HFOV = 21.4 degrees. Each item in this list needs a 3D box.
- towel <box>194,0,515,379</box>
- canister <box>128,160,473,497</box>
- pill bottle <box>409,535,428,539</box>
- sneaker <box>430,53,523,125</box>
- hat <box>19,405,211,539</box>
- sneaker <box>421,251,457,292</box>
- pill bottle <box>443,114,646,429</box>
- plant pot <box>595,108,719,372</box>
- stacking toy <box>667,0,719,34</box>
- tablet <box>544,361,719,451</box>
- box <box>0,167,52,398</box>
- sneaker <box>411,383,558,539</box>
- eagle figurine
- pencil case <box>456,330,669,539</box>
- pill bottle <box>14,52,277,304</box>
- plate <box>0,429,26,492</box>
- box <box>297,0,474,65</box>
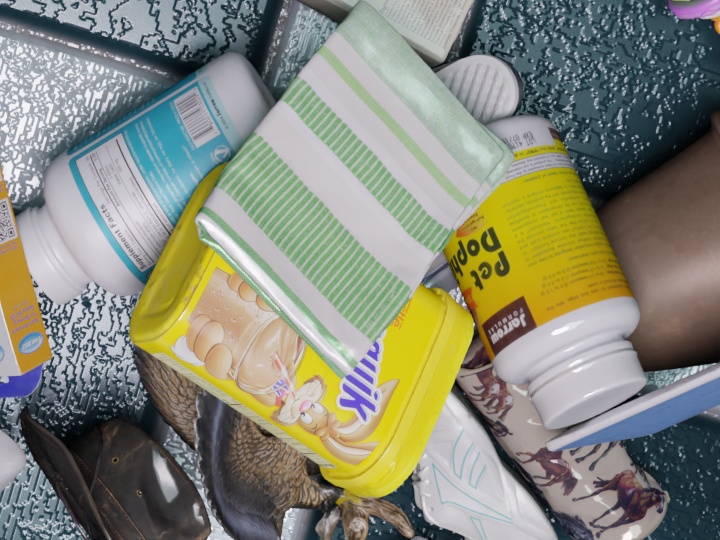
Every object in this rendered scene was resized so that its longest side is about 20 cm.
[{"bbox_3d":[-0.002,-0.053,1.219,0.153,0.023,0.200,45,64,-15],"label":"towel"},{"bbox_3d":[-0.038,0.037,1.254,0.200,0.086,0.149,35,68,-26],"label":"canister"},{"bbox_3d":[0.102,0.287,1.403,0.199,0.111,0.111,27,93,7],"label":"pill bottle"},{"bbox_3d":[0.026,-0.098,1.377,0.199,0.079,0.079,-17,90,16],"label":"sneaker"},{"bbox_3d":[-0.156,0.163,1.322,0.081,0.200,0.202,-31,105,-17],"label":"hat"},{"bbox_3d":[0.000,0.000,1.383,0.199,0.073,0.071,-25,111,-7],"label":"sneaker"},{"bbox_3d":[0.122,0.002,1.317,0.109,0.109,0.201,-21,73,-8],"label":"pill bottle"},{"bbox_3d":[0.249,-0.007,1.394,0.173,0.200,0.201,-20,103,8],"label":"plant pot"},{"bbox_3d":[0.250,-0.228,1.399,0.116,0.110,0.200,-44,117,-15],"label":"stacking toy"},{"bbox_3d":[0.236,0.084,1.330,0.130,0.199,0.014,-4,70,-46],"label":"tablet"},{"bbox_3d":[-0.283,-0.003,1.303,0.118,0.041,0.202,-6,102,34],"label":"box"},{"bbox_3d":[0.067,0.146,1.427,0.080,0.070,0.201,-33,103,4],"label":"sneaker"},{"bbox_3d":[-0.076,0.125,1.354,0.199,0.151,0.152,23,62,-33],"label":"eagle figurine"},{"bbox_3d":[0.153,0.121,1.436,0.089,0.078,0.201,-39,105,-13],"label":"pencil case"},{"bbox_3d":[-0.141,-0.056,1.317,0.199,0.111,0.111,-30,104,5],"label":"pill bottle"},{"bbox_3d":[-0.367,0.139,1.321,0.199,0.032,0.200,42,104,-14],"label":"plate"},{"bbox_3d":[-0.017,-0.224,1.345,0.199,0.068,0.083,28,87,-15],"label":"box"}]
